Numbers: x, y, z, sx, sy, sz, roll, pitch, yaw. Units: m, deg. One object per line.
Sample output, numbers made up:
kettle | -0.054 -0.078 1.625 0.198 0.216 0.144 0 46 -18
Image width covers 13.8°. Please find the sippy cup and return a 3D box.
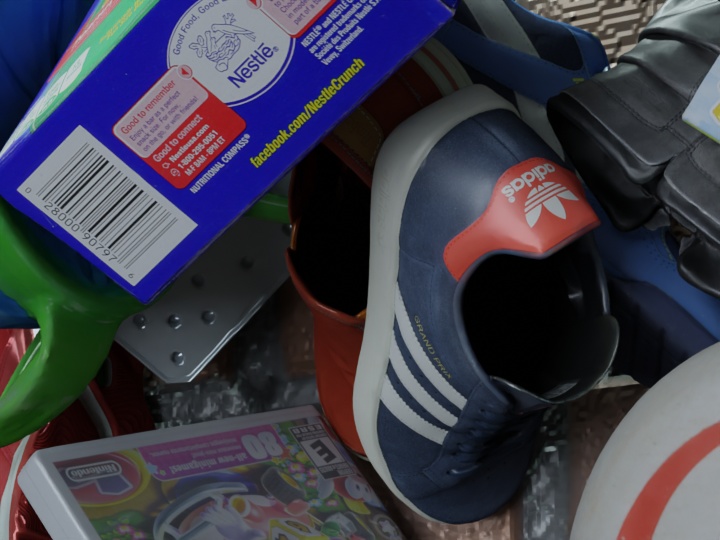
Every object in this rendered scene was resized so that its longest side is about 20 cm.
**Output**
sippy cup | -0.150 -0.034 1.077 0.130 0.140 0.178 -18 35 30

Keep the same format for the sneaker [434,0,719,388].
sneaker | 0.076 -0.040 1.075 0.082 0.074 0.200 -36 74 -17

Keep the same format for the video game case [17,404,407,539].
video game case | -0.017 0.135 1.050 0.200 0.143 0.018 54 127 25

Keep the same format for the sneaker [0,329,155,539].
sneaker | -0.144 0.074 1.222 0.115 0.078 0.201 -17 57 41

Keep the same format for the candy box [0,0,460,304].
candy box | -0.022 -0.109 0.999 0.169 0.077 0.200 -42 14 35

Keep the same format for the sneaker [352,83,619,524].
sneaker | 0.048 0.034 1.023 0.075 0.200 0.084 -33 53 -22

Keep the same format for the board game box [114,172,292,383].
board game box | -0.079 -0.090 1.149 0.200 0.026 0.200 41 103 -11

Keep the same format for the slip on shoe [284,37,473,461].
slip on shoe | 0.000 0.000 1.074 0.074 0.061 0.200 42 148 27

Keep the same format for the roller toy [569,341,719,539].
roller toy | 0.171 0.102 0.935 0.182 0.140 0.200 42 113 27

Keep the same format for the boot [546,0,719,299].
boot | 0.114 -0.089 1.034 0.131 0.070 0.200 -35 55 -9

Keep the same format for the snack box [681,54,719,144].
snack box | 0.216 -0.013 0.892 0.169 0.200 0.068 37 100 36

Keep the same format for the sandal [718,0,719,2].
sandal | 0.116 -0.125 0.941 0.076 0.200 0.048 -64 16 -18

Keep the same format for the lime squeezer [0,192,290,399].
lime squeezer | -0.077 0.000 1.144 0.199 0.071 0.038 -29 33 0
